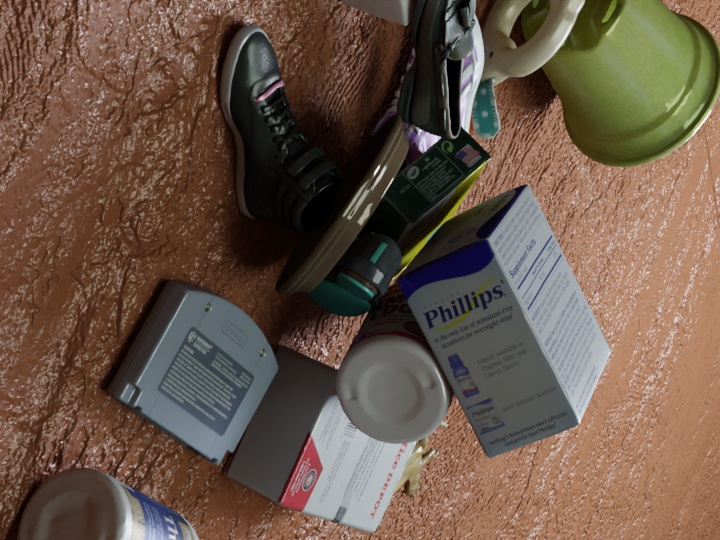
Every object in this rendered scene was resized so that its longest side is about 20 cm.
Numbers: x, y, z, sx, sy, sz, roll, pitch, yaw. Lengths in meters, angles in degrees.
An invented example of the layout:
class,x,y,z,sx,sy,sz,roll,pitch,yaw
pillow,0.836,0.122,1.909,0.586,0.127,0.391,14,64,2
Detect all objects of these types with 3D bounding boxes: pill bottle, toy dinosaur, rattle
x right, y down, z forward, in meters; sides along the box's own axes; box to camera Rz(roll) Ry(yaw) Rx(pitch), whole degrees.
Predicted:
class,x,y,z,sx,sy,sz,roll,pitch,yaw
pill bottle,0.051,0.078,1.793,0.200,0.112,0.115,-61,160,-63
toy dinosaur,0.049,0.203,2.034,0.102,0.058,0.200,-60,149,-10
rattle,0.127,-0.249,1.858,0.200,0.131,0.142,-47,142,17
pill bottle,-0.210,0.255,1.608,0.112,0.110,0.200,-61,149,-9

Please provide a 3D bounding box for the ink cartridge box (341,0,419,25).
class,x,y,z,sx,sy,sz,roll,pitch,yaw
ink cartridge box,0.038,-0.349,1.630,0.146,0.083,0.201,-48,145,-28

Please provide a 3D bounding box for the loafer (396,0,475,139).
class,x,y,z,sx,sy,sz,roll,pitch,yaw
loafer,0.084,-0.207,1.680,0.072,0.063,0.201,-44,158,-36

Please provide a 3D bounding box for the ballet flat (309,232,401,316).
class,x,y,z,sx,sy,sz,roll,pitch,yaw
ballet flat,0.000,0.000,1.716,0.074,0.073,0.200,-60,-175,-12

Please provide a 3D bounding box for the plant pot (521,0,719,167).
class,x,y,z,sx,sy,sz,roll,pitch,yaw
plant pot,0.274,-0.246,1.993,0.184,0.199,0.202,38,77,-47

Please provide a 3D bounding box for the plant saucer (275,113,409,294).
class,x,y,z,sx,sy,sz,roll,pitch,yaw
plant saucer,-0.013,-0.057,1.681,0.201,0.029,0.200,-55,-174,9

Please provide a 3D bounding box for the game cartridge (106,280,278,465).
class,x,y,z,sx,sy,sz,roll,pitch,yaw
game cartridge,-0.150,0.092,1.672,0.134,0.041,0.200,-65,150,-13

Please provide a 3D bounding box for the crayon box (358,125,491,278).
class,x,y,z,sx,sy,sz,roll,pitch,yaw
crayon box,0.045,-0.048,1.805,0.127,0.051,0.200,-40,170,-31

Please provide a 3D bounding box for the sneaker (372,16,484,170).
class,x,y,z,sx,sy,sz,roll,pitch,yaw
sneaker,0.063,-0.178,1.798,0.114,0.072,0.202,-33,135,-40

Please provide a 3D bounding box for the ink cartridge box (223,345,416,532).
class,x,y,z,sx,sy,sz,roll,pitch,yaw
ink cartridge box,-0.033,0.178,1.858,0.200,0.083,0.146,29,84,-56

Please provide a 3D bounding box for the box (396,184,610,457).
class,x,y,z,sx,sy,sz,roll,pitch,yaw
box,0.143,0.046,1.743,0.201,0.104,0.184,63,23,-9

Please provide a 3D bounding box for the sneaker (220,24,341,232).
class,x,y,z,sx,sy,sz,roll,pitch,yaw
sneaker,-0.065,-0.121,1.604,0.071,0.099,0.202,-37,137,-37
